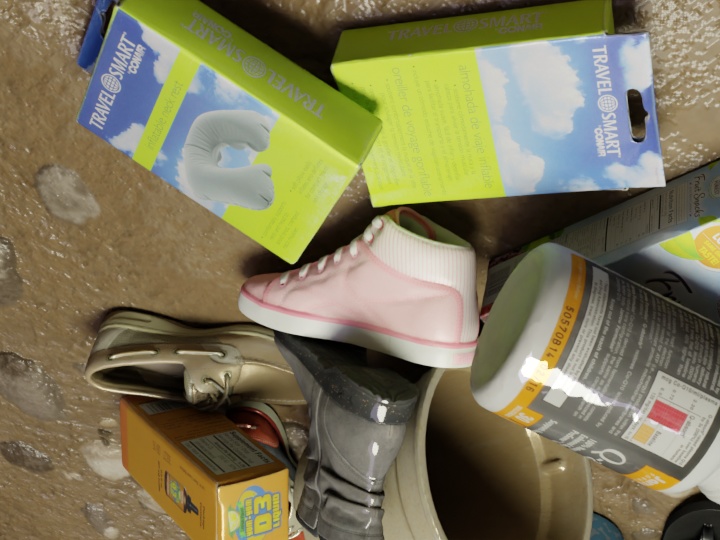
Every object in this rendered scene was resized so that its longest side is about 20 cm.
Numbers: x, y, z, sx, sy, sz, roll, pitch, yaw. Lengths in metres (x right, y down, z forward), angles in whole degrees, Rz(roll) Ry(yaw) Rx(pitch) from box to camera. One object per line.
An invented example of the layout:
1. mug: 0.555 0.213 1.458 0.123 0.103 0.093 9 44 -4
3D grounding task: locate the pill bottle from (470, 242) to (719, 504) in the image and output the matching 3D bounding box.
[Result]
1. pill bottle: 0.180 0.073 0.851 0.198 0.117 0.117 26 134 -7

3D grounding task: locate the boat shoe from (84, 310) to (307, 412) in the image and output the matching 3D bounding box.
1. boat shoe: -0.123 0.085 1.063 0.197 0.065 0.073 11 135 4

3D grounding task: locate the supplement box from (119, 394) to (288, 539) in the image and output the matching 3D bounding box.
1. supplement box: -0.127 0.156 1.042 0.068 0.199 0.068 -8 109 -28

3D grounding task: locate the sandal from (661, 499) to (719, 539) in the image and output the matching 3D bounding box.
1. sandal: 0.285 0.269 1.153 0.074 0.045 0.201 18 134 -3

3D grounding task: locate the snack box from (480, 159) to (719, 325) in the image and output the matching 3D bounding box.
1. snack box: 0.212 0.033 0.932 0.198 0.068 0.169 -26 121 31

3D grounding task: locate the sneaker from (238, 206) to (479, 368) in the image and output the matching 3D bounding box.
1. sneaker: 0.000 0.000 0.957 0.198 0.075 0.106 12 103 31

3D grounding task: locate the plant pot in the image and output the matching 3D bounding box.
1. plant pot: 0.051 0.171 1.033 0.182 0.202 0.200 -20 127 43

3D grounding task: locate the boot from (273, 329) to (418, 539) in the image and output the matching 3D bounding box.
1. boot: -0.028 0.120 0.966 0.069 0.200 0.134 7 103 -21

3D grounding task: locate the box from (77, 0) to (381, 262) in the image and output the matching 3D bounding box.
1. box: -0.097 -0.103 0.848 0.199 0.048 0.122 33 141 -4

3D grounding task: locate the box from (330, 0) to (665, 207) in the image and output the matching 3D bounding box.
1. box: 0.091 -0.104 0.843 0.197 0.048 0.123 -3 132 18

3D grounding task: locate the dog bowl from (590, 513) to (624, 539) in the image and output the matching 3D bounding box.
1. dog bowl: 0.150 0.268 1.183 0.197 0.050 0.112 -13 128 25

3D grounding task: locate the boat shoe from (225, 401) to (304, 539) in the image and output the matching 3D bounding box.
1. boat shoe: -0.075 0.200 1.165 0.070 0.063 0.201 -8 132 18
